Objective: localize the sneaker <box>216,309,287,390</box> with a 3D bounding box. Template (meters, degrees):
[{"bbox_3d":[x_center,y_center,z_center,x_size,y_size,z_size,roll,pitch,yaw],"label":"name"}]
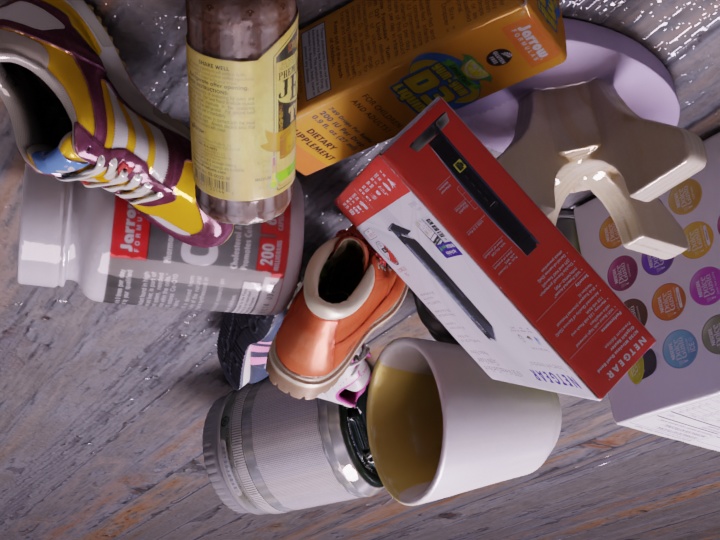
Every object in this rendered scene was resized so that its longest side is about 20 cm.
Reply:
[{"bbox_3d":[-0.088,0.046,0.930,0.081,0.071,0.200,-20,159,-30],"label":"sneaker"}]

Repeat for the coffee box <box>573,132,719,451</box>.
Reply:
[{"bbox_3d":[0.327,0.024,0.774,0.199,0.202,0.197,18,146,-38],"label":"coffee box"}]

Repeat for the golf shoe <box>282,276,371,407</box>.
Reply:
[{"bbox_3d":[-0.024,0.061,0.868,0.091,0.076,0.201,28,148,12],"label":"golf shoe"}]

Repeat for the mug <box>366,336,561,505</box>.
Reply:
[{"bbox_3d":[0.097,0.134,0.892,0.152,0.151,0.186,1,-171,-26],"label":"mug"}]

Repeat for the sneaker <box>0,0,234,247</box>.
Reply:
[{"bbox_3d":[-0.158,-0.072,0.571,0.074,0.091,0.200,-21,122,33],"label":"sneaker"}]

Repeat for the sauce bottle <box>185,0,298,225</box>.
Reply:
[{"bbox_3d":[-0.066,-0.122,0.519,0.064,0.065,0.201,-1,128,-7],"label":"sauce bottle"}]

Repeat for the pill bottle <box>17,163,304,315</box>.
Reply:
[{"bbox_3d":[-0.150,-0.030,0.699,0.198,0.115,0.114,5,152,-18],"label":"pill bottle"}]

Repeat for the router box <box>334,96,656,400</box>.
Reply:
[{"bbox_3d":[0.071,-0.006,0.589,0.049,0.180,0.200,-43,-177,-9],"label":"router box"}]

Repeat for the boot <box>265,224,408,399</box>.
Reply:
[{"bbox_3d":[0.000,0.000,0.728,0.075,0.200,0.108,26,134,7],"label":"boot"}]

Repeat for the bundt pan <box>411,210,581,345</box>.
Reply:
[{"bbox_3d":[0.143,0.022,0.884,0.200,0.076,0.202,-4,153,-2],"label":"bundt pan"}]

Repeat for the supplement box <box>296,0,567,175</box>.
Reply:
[{"bbox_3d":[0.023,-0.131,0.579,0.199,0.069,0.066,-22,150,28],"label":"supplement box"}]

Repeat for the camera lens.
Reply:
[{"bbox_3d":[-0.066,0.199,1.103,0.198,0.161,0.160,-16,151,23],"label":"camera lens"}]

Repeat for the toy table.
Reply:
[{"bbox_3d":[0.146,-0.079,0.643,0.198,0.118,0.184,6,151,-21],"label":"toy table"}]
